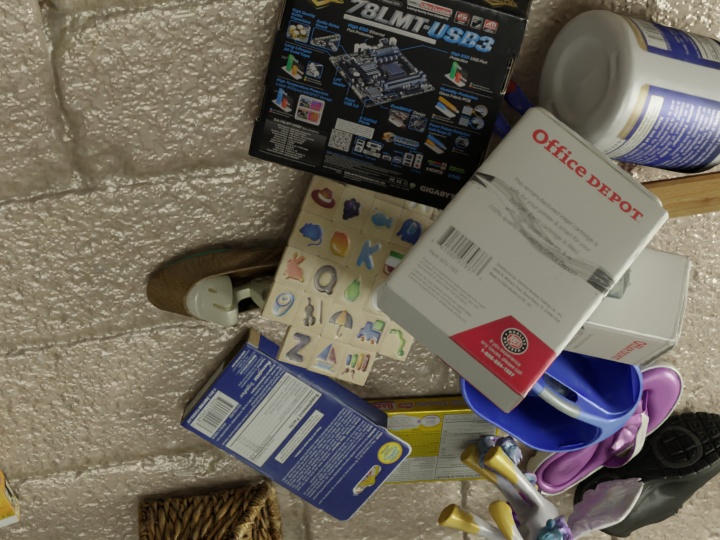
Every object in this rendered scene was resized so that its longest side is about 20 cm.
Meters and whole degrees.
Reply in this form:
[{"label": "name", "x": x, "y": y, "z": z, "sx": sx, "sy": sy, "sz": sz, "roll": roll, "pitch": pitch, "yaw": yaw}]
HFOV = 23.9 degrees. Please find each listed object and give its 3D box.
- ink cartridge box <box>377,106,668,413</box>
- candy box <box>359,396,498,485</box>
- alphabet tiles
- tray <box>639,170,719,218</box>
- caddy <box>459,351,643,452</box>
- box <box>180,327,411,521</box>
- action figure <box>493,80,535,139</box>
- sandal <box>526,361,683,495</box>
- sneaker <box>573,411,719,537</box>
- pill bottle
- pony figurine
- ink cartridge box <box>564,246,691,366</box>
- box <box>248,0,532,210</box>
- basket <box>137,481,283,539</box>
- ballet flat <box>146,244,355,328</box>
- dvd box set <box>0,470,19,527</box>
[{"label": "ink cartridge box", "x": 0.131, "y": -0.009, "z": 1.388, "sx": 0.200, "sy": 0.145, "sz": 0.083, "roll": -49, "pitch": 173, "yaw": -14}, {"label": "candy box", "x": 0.042, "y": 0.174, "z": 1.732, "sx": 0.198, "sy": 0.026, "sz": 0.103, "roll": -1, "pitch": 130, "yaw": -10}, {"label": "alphabet tiles", "x": 0.000, "y": 0.000, "z": 1.535, "sx": 0.166, "sy": 0.006, "sz": 0.201, "roll": 18, "pitch": 96, "yaw": -34}, {"label": "tray", "x": 0.320, "y": -0.070, "z": 1.493, "sx": 0.199, "sy": 0.099, "sz": 0.037, "roll": -10, "pitch": 90, "yaw": -8}, {"label": "caddy", "x": 0.181, "y": 0.097, "z": 1.649, "sx": 0.199, "sy": 0.105, "sz": 0.141, "roll": 32, "pitch": 117, "yaw": -31}, {"label": "box", "x": -0.061, "y": 0.155, "z": 1.665, "sx": 0.199, "sy": 0.032, "sz": 0.121, "roll": 34, "pitch": 115, "yaw": -14}, {"label": "action figure", "x": 0.170, "y": -0.100, "z": 1.498, "sx": 0.065, "sy": 0.099, "sz": 0.200, "roll": -47, "pitch": 129, "yaw": -8}, {"label": "sandal", "x": 0.260, "y": 0.175, "z": 1.763, "sx": 0.082, "sy": 0.050, "sz": 0.203, "roll": 31, "pitch": 116, "yaw": -31}, {"label": "sneaker", "x": 0.325, "y": 0.219, "z": 1.808, "sx": 0.199, "sy": 0.076, "sz": 0.091, "roll": -32, "pitch": 137, "yaw": 22}, {"label": "pill bottle", "x": 0.263, "y": -0.147, "z": 1.459, "sx": 0.199, "sy": 0.120, "sz": 0.120, "roll": 8, "pitch": 127, "yaw": -33}, {"label": "pony figurine", "x": 0.180, "y": 0.258, "z": 1.709, "sx": 0.200, "sy": 0.193, "sz": 0.166, "roll": 45, "pitch": 122, "yaw": -12}, {"label": "ink cartridge box", "x": 0.176, "y": 0.018, "z": 1.503, "sx": 0.199, "sy": 0.085, "sz": 0.146, "roll": 14, "pitch": 169, "yaw": -1}, {"label": "box", "x": 0.021, "y": -0.160, "z": 1.418, "sx": 0.199, "sy": 0.050, "sz": 0.199, "roll": 15, "pitch": 124, "yaw": -1}, {"label": "basket", "x": -0.142, "y": 0.336, "z": 1.746, "sx": 0.148, "sy": 0.143, "sz": 0.201, "roll": -8, "pitch": 129, "yaw": -5}, {"label": "ballet flat", "x": -0.095, "y": 0.018, "z": 1.551, "sx": 0.198, "sy": 0.073, "sz": 0.068, "roll": -8, "pitch": 131, "yaw": -5}, {"label": "dvd box set", "x": -0.433, "y": 0.190, "z": 1.643, "sx": 0.145, "sy": 0.029, "sz": 0.201, "roll": -17, "pitch": 129, "yaw": 1}]
